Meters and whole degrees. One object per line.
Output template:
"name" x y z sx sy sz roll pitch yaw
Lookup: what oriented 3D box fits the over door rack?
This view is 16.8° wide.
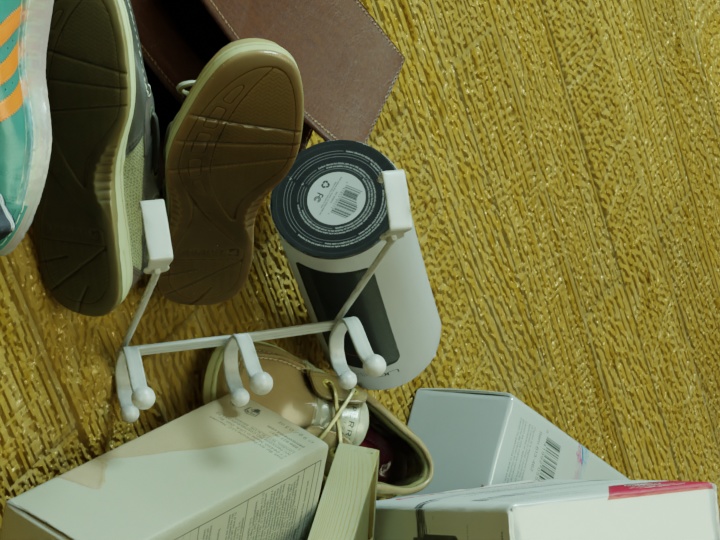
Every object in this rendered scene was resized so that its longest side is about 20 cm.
"over door rack" -0.058 0.027 1.357 0.148 0.200 0.067 -8 62 -15

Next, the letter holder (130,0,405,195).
"letter holder" -0.084 -0.127 1.420 0.200 0.100 0.142 47 58 -44

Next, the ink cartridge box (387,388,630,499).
"ink cartridge box" 0.105 0.186 1.704 0.200 0.083 0.146 37 63 -48

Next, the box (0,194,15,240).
"box" -0.290 -0.071 1.074 0.200 0.117 0.197 -9 71 -53

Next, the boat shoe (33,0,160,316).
"boat shoe" -0.147 -0.076 1.361 0.066 0.072 0.201 -45 139 -59

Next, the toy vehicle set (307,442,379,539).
"toy vehicle set" -0.017 0.223 1.499 0.124 0.026 0.200 -70 167 -56

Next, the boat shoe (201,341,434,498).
"boat shoe" -0.022 0.094 1.542 0.200 0.066 0.074 30 68 -50

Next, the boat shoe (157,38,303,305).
"boat shoe" -0.082 -0.065 1.388 0.073 0.200 0.063 6 47 -17

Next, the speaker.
"speaker" 0.000 0.000 1.497 0.200 0.081 0.081 73 34 -63

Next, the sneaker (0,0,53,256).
"sneaker" -0.211 -0.108 1.286 0.080 0.071 0.200 2 93 -38

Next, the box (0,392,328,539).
"box" -0.113 0.151 1.392 0.200 0.078 0.095 -22 133 -51

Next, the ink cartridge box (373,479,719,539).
"ink cartridge box" 0.109 0.176 1.504 0.145 0.200 0.084 -4 87 -25
